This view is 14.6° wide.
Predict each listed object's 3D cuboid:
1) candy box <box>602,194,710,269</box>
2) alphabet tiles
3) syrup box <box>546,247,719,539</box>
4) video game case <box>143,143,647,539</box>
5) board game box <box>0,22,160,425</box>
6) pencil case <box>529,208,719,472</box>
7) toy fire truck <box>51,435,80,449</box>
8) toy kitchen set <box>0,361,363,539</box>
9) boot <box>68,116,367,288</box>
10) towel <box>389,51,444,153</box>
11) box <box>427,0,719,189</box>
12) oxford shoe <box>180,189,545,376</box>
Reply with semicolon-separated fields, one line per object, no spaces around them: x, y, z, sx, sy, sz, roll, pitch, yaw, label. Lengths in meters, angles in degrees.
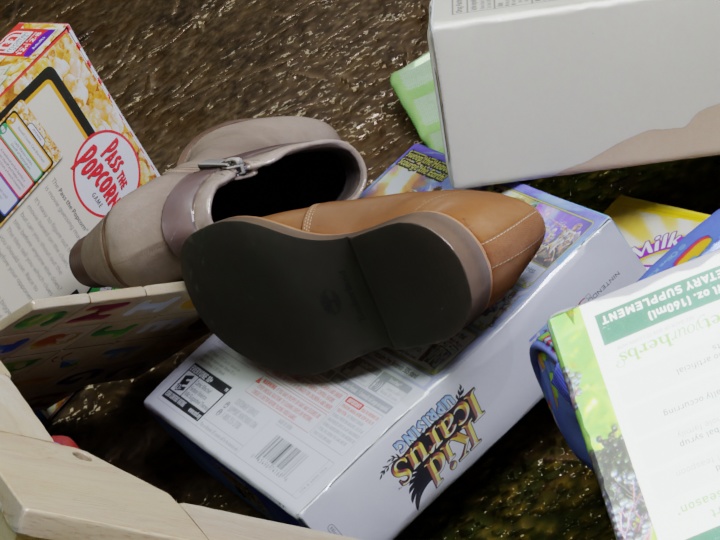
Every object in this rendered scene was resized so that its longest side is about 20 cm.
0.148;0.022;1.184;0.102;0.026;0.200;-44;32;-21;candy box
-0.148;0.041;1.301;0.199;0.006;0.166;-7;-18;-47;alphabet tiles
0.135;0.098;0.955;0.078;0.082;0.201;-22;53;10;syrup box
0.012;0.034;1.238;0.181;0.045;0.200;-44;24;-9;video game case
-0.184;-0.003;1.405;0.046;0.152;0.200;6;45;47;board game box
0.157;0.003;1.094;0.200;0.087;0.078;-39;50;-6;pencil case
-0.205;0.156;1.231;0.199;0.112;0.168;-23;39;15;toy fire truck
-0.114;0.142;1.131;0.200;0.180;0.164;42;115;59;toy kitchen set
-0.046;-0.037;1.357;0.200;0.070;0.146;-32;10;-36;boot
0.115;-0.118;1.425;0.199;0.031;0.149;-30;29;3;towel
0.132;-0.096;1.251;0.199;0.078;0.095;-7;17;6;box
0.000;0.000;1.200;0.199;0.072;0.071;-2;21;47;oxford shoe
